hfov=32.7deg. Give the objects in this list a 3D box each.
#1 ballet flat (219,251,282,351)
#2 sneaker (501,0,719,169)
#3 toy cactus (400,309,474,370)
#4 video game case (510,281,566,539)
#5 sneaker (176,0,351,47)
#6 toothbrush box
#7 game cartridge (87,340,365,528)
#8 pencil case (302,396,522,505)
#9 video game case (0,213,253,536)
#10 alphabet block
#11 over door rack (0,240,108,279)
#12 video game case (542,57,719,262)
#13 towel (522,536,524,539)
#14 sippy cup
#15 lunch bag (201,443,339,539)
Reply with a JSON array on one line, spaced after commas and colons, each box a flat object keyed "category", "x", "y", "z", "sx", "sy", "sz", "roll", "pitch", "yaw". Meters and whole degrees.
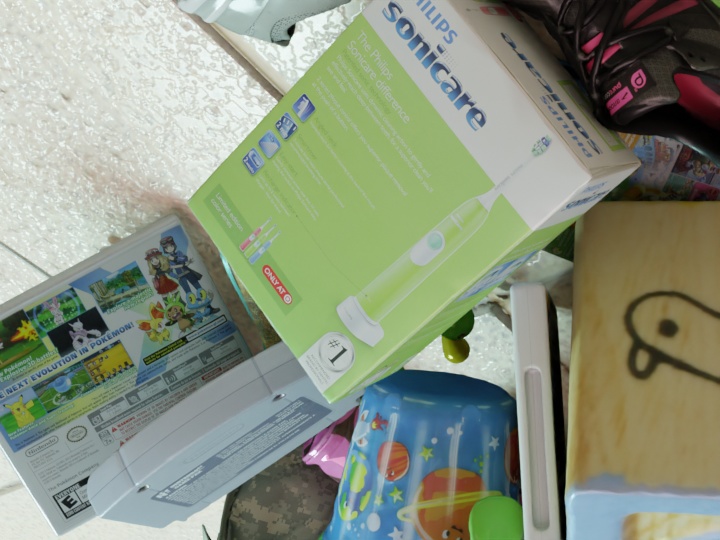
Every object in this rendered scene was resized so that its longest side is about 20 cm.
[{"category": "ballet flat", "x": -0.050, "y": 0.034, "z": 0.924, "sx": 0.071, "sy": 0.071, "sz": 0.200, "roll": 6, "pitch": 139, "yaw": 21}, {"category": "sneaker", "x": 0.137, "y": -0.120, "z": 0.625, "sx": 0.200, "sy": 0.084, "sz": 0.077, "roll": 29, "pitch": 141, "yaw": -8}, {"category": "toy cactus", "x": 0.000, "y": 0.000, "z": 0.814, "sx": 0.165, "sy": 0.102, "sz": 0.200, "roll": 16, "pitch": 148, "yaw": 9}, {"category": "video game case", "x": 0.114, "y": 0.106, "z": 0.762, "sx": 0.023, "sy": 0.183, "sz": 0.200, "roll": -4, "pitch": 174, "yaw": 11}, {"category": "sneaker", "x": -0.017, "y": -0.185, "z": 0.655, "sx": 0.082, "sy": 0.075, "sz": 0.200, "roll": 27, "pitch": 151, "yaw": -27}, {"category": "toothbrush box", "x": 0.024, "y": -0.047, "z": 0.673, "sx": 0.200, "sy": 0.086, "sz": 0.146, "roll": -44, "pitch": 77, "yaw": 29}, {"category": "game cartridge", "x": -0.096, "y": 0.120, "z": 0.898, "sx": 0.200, "sy": 0.041, "sz": 0.133, "roll": -34, "pitch": 160, "yaw": 7}, {"category": "pencil case", "x": 0.047, "y": 0.172, "z": 1.020, "sx": 0.200, "sy": 0.094, "sz": 0.091, "roll": 35, "pitch": 98, "yaw": -12}, {"category": "video game case", "x": -0.187, "y": 0.081, "z": 0.937, "sx": 0.183, "sy": 0.200, "sz": 0.022, "roll": 64, "pitch": 173, "yaw": -20}, {"category": "alphabet block", "x": 0.219, "y": 0.095, "z": 0.717, "sx": 0.195, "sy": 0.200, "sz": 0.197, "roll": 1, "pitch": 140, "yaw": 10}, {"category": "over door rack", "x": -0.255, "y": 0.030, "z": 1.014, "sx": 0.200, "sy": 0.067, "sz": 0.148, "roll": 24, "pitch": 143, "yaw": -5}, {"category": "video game case", "x": 0.143, "y": -0.056, "z": 0.752, "sx": 0.200, "sy": 0.018, "sz": 0.143, "roll": 22, "pitch": 141, "yaw": 2}, {"category": "towel", "x": 0.113, "y": 0.215, "z": 0.908, "sx": 0.036, "sy": 0.148, "sz": 0.200, "roll": -24, "pitch": 87, "yaw": 1}, {"category": "sippy cup", "x": 0.045, "y": 0.135, "z": 0.783, "sx": 0.178, "sy": 0.140, "sz": 0.131, "roll": 11, "pitch": 98, "yaw": 34}, {"category": "lunch bag", "x": -0.076, "y": 0.255, "z": 1.081, "sx": 0.117, "sy": 0.200, "sz": 0.164, "roll": 15, "pitch": 142, "yaw": 11}]
